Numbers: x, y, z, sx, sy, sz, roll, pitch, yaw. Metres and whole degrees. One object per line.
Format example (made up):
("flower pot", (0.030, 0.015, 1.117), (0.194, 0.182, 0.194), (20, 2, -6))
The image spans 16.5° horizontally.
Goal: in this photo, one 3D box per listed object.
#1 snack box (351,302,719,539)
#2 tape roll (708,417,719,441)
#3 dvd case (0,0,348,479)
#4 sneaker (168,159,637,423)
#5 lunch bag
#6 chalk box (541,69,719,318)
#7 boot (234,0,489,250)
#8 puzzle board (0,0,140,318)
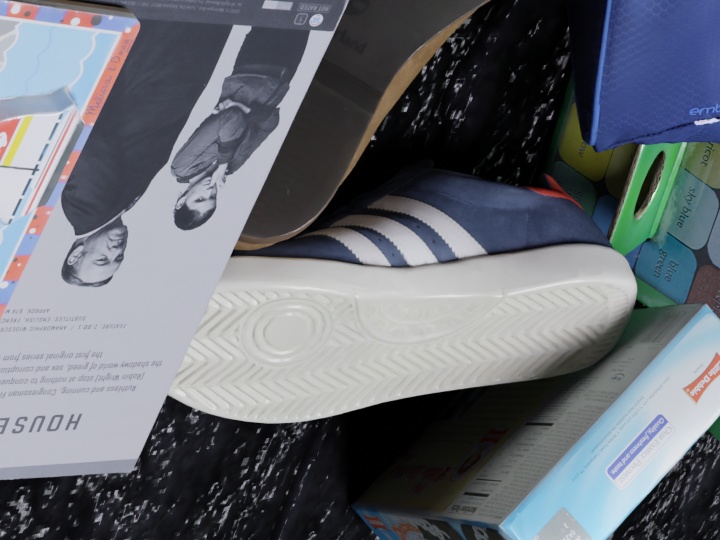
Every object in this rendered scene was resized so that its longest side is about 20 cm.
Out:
("snack box", (0.071, 0.068, 0.991), (0.116, 0.037, 0.200), (-45, -171, -13))
("tape roll", (0.239, 0.022, 1.124), (0.200, 0.200, 0.048), (-30, 141, -33))
("dvd case", (-0.103, -0.013, 0.751), (0.149, 0.025, 0.201), (0, 131, -36))
("sneaker", (0.000, 0.000, 0.926), (0.199, 0.085, 0.075), (-2, 134, -23))
("lunch bag", (0.142, -0.143, 0.855), (0.131, 0.137, 0.201), (-1, 141, -2))
("chalk box", (0.159, -0.053, 1.026), (0.199, 0.124, 0.125), (-15, 133, -44))
("boot", (0.003, -0.092, 0.858), (0.200, 0.073, 0.075), (-54, 180, -12))
("puzzle board", (-0.161, 0.003, 0.693), (0.150, 0.017, 0.201), (5, 128, -38))
